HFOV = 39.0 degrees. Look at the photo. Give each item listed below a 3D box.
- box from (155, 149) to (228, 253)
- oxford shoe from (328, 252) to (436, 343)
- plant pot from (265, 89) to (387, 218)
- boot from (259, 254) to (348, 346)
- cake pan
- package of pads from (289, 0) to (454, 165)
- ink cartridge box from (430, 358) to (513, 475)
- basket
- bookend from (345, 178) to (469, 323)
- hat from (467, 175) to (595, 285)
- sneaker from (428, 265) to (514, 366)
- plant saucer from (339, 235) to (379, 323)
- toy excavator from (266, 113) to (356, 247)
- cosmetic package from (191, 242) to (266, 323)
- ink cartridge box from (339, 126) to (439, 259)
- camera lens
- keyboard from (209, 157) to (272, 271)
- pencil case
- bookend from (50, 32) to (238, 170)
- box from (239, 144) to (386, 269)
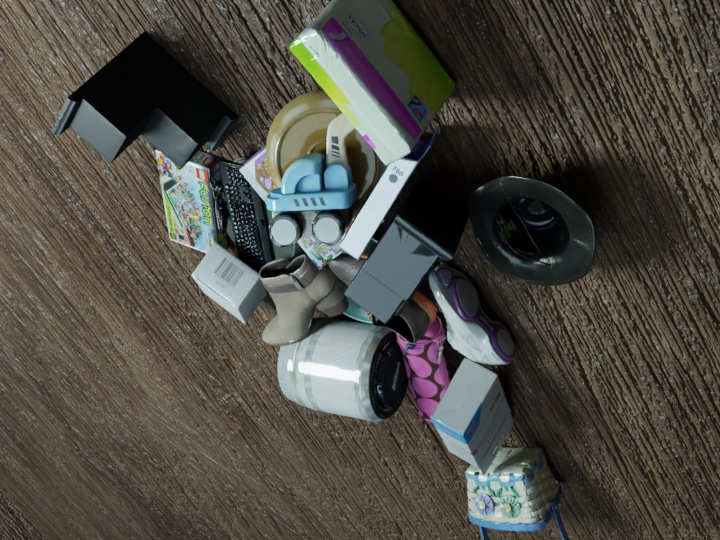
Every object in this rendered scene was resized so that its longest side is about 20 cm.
[{"bbox_3d":[-0.288,-0.122,1.752,0.108,0.035,0.202,19,137,18],"label":"box"},{"bbox_3d":[0.025,0.038,1.602,0.198,0.073,0.072,34,140,4],"label":"oxford shoe"},{"bbox_3d":[-0.046,-0.162,1.489,0.196,0.028,0.204,4,115,9],"label":"plant pot"},{"bbox_3d":[-0.119,0.044,1.680,0.198,0.071,0.146,-26,134,22],"label":"boot"},{"bbox_3d":[-0.162,-0.087,1.668,0.198,0.037,0.203,26,136,28],"label":"cake pan"},{"bbox_3d":[0.022,-0.263,1.309,0.201,0.155,0.068,49,141,-17],"label":"package of pads"},{"bbox_3d":[0.188,0.246,1.680,0.067,0.116,0.201,24,160,28],"label":"ink cartridge box"},{"bbox_3d":[0.271,0.416,1.797,0.174,0.139,0.203,-6,115,37],"label":"basket"},{"bbox_3d":[0.055,-0.003,1.438,0.091,0.200,0.200,34,112,-1],"label":"bookend"},{"bbox_3d":[0.248,-0.070,1.397,0.198,0.081,0.203,27,141,23],"label":"hat"},{"bbox_3d":[0.157,0.081,1.606,0.099,0.075,0.201,-19,116,43],"label":"sneaker"},{"bbox_3d":[0.000,0.000,1.668,0.197,0.036,0.203,19,136,19],"label":"plant saucer"},{"bbox_3d":[-0.044,-0.145,1.437,0.190,0.100,0.204,-3,106,10],"label":"toy excavator"},{"bbox_3d":[-0.223,0.025,1.750,0.101,0.075,0.200,35,169,5],"label":"cosmetic package"},{"bbox_3d":[0.040,-0.118,1.425,0.039,0.100,0.201,32,115,-2],"label":"ink cartridge box"},{"bbox_3d":[-0.024,0.167,1.747,0.197,0.161,0.162,6,132,30],"label":"camera lens"},{"bbox_3d":[-0.200,-0.082,1.647,0.103,0.040,0.203,18,131,33],"label":"keyboard"},{"bbox_3d":[0.120,0.169,1.705,0.092,0.091,0.202,15,139,35],"label":"pencil case"},{"bbox_3d":[-0.326,-0.223,1.553,0.199,0.200,0.092,40,138,-8],"label":"bookend"},{"bbox_3d":[-0.071,-0.120,1.551,0.136,0.039,0.201,-34,104,21],"label":"box"}]
